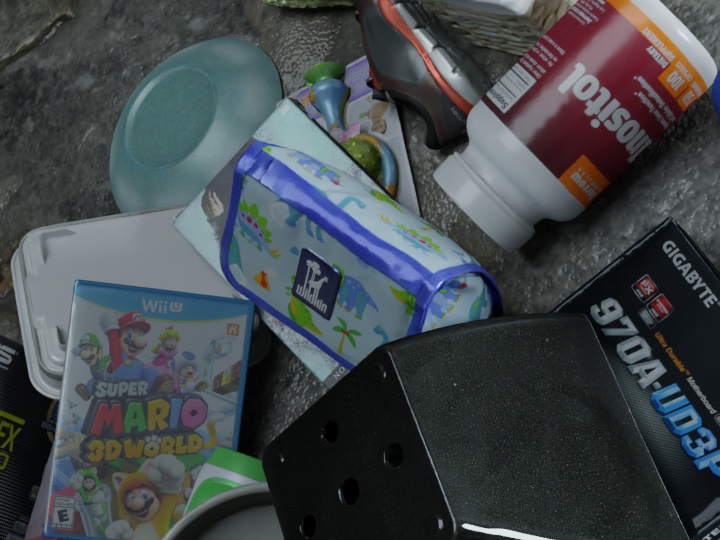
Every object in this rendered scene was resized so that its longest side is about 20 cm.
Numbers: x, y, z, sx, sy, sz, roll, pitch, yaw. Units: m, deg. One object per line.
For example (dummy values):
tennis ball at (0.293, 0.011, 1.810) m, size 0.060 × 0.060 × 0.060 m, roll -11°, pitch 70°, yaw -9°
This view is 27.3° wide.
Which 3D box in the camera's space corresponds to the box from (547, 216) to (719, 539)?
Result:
box at (0.205, 0.087, 0.996) m, size 0.159 × 0.046 × 0.200 m, roll -40°, pitch 51°, yaw 13°

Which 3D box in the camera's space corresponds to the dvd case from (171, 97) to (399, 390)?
dvd case at (-0.038, -0.022, 1.186) m, size 0.146 × 0.022 × 0.200 m, roll -46°, pitch 74°, yaw 6°

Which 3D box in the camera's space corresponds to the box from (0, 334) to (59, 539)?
box at (-0.306, 0.138, 1.220) m, size 0.044 × 0.200 × 0.161 m, roll 12°, pitch 75°, yaw 39°

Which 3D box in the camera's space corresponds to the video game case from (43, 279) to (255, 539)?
video game case at (-0.164, 0.115, 1.163) m, size 0.143 × 0.018 × 0.201 m, roll 7°, pitch 88°, yaw -6°

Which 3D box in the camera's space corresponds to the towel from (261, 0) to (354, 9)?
towel at (0.008, -0.299, 1.323) m, size 0.200 × 0.036 × 0.149 m, roll 6°, pitch 71°, yaw 37°

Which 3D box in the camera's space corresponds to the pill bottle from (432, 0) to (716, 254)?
pill bottle at (0.153, -0.111, 1.085) m, size 0.200 × 0.113 × 0.113 m, roll -46°, pitch 51°, yaw 9°

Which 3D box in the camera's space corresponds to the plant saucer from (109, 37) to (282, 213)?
plant saucer at (-0.164, -0.133, 1.359) m, size 0.200 × 0.039 × 0.202 m, roll -16°, pitch 60°, yaw 28°

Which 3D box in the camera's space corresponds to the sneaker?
sneaker at (0.024, -0.181, 1.211) m, size 0.082 × 0.077 × 0.200 m, roll -45°, pitch 67°, yaw 22°

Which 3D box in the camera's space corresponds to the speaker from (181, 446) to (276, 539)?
speaker at (-0.109, 0.238, 1.111) m, size 0.088 × 0.088 × 0.201 m, roll 12°, pitch 77°, yaw 37°

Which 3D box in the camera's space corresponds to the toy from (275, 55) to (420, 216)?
toy at (-0.021, -0.089, 1.235) m, size 0.115 × 0.047 × 0.201 m, roll -25°, pitch 56°, yaw 24°

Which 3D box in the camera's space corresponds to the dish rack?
dish rack at (-0.183, 0.014, 1.227) m, size 0.199 × 0.044 × 0.172 m, roll -10°, pitch 56°, yaw -12°

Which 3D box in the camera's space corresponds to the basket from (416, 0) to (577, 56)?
basket at (0.136, -0.275, 1.168) m, size 0.135 × 0.123 × 0.200 m, roll 22°, pitch 80°, yaw 39°

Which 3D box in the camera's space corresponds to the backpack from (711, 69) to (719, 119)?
backpack at (0.323, -0.087, 0.900) m, size 0.162 × 0.200 × 0.168 m, roll -42°, pitch 51°, yaw 10°

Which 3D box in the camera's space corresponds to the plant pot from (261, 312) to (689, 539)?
plant pot at (0.056, 0.149, 0.948) m, size 0.199 × 0.177 × 0.200 m, roll -43°, pitch 53°, yaw 32°

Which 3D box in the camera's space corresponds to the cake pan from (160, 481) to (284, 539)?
cake pan at (-0.060, 0.251, 1.046) m, size 0.199 × 0.037 × 0.201 m, roll 0°, pitch 79°, yaw 0°

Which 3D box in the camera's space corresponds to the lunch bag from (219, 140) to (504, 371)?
lunch bag at (0.000, 0.000, 1.046) m, size 0.170 × 0.200 × 0.128 m, roll 34°, pitch 78°, yaw 19°

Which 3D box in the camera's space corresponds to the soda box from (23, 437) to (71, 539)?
soda box at (-0.221, 0.192, 1.221) m, size 0.063 × 0.070 × 0.201 m, roll 3°, pitch 70°, yaw 36°
